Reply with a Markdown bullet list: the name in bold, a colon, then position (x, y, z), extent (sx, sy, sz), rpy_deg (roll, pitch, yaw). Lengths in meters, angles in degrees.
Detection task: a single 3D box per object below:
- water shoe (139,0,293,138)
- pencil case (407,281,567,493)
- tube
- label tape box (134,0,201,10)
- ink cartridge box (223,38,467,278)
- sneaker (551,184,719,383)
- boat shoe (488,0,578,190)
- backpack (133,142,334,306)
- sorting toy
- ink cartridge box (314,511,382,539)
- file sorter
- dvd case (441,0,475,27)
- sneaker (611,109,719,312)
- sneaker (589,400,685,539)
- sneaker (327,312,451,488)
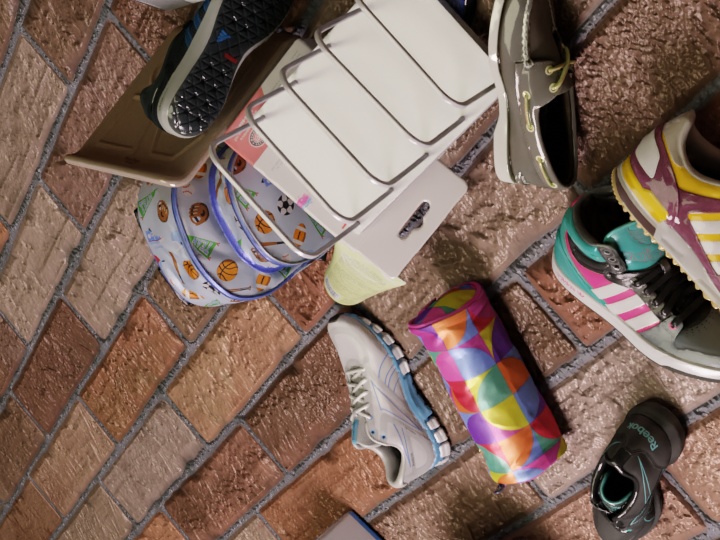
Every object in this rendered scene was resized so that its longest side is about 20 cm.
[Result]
- **water shoe**: position (-0.131, -0.215, 1.440), extent (0.071, 0.201, 0.079), rpy_deg (38, 173, -41)
- **pencil case**: position (0.120, 0.111, 1.540), extent (0.088, 0.088, 0.201), rpy_deg (-5, 116, 53)
- **tube**: position (0.000, 0.000, 1.542), extent (0.200, 0.058, 0.052), rpy_deg (133, 129, -82)
- **label tape box**: position (-0.127, -0.310, 1.373), extent (0.199, 0.063, 0.145), rpy_deg (-3, 75, 53)
- **ink cartridge box**: position (-0.008, -0.099, 1.438), extent (0.200, 0.067, 0.117), rpy_deg (41, 103, 5)
- **sneaker**: position (0.236, -0.002, 1.284), extent (0.200, 0.084, 0.121), rpy_deg (35, 154, 27)
- **boat shoe**: position (0.140, -0.149, 1.267), extent (0.060, 0.072, 0.203), rpy_deg (18, 136, 27)
- **backpack**: position (-0.112, -0.058, 1.559), extent (0.201, 0.190, 0.154), rpy_deg (57, 150, -11)
- **sorting toy**: position (-0.165, -0.155, 1.523), extent (0.184, 0.200, 0.037), rpy_deg (14, 149, 47)
- **ink cartridge box**: position (-0.006, 0.412, 1.995), extent (0.146, 0.084, 0.201), rpy_deg (41, 148, 17)
- **file sorter**: position (-0.003, -0.128, 1.312), extent (0.139, 0.124, 0.200), rpy_deg (47, 118, 2)
- **dvd case**: position (0.018, -0.298, 1.320), extent (0.199, 0.018, 0.143), rpy_deg (34, 144, 25)
- **sneaker**: position (0.283, -0.029, 1.201), extent (0.200, 0.075, 0.090), rpy_deg (40, 126, -7)
- **sneaker**: position (0.236, 0.199, 1.484), extent (0.075, 0.079, 0.201), rpy_deg (35, 146, 24)
- **sneaker**: position (0.015, 0.139, 1.697), extent (0.201, 0.087, 0.075), rpy_deg (58, 149, -8)
